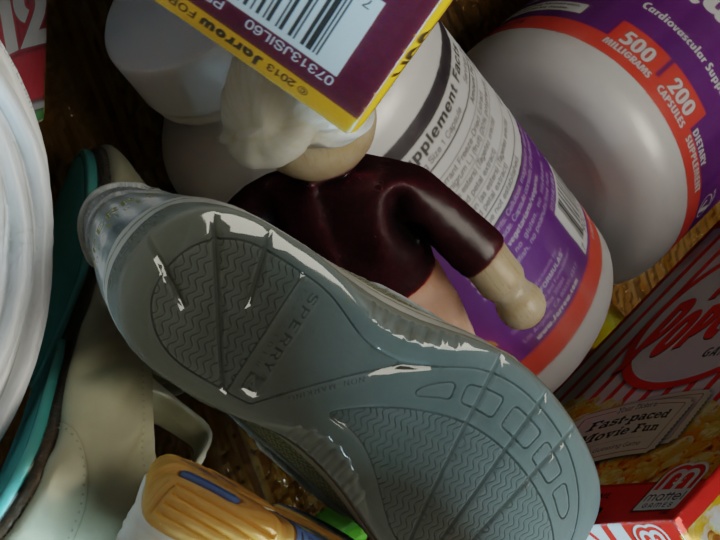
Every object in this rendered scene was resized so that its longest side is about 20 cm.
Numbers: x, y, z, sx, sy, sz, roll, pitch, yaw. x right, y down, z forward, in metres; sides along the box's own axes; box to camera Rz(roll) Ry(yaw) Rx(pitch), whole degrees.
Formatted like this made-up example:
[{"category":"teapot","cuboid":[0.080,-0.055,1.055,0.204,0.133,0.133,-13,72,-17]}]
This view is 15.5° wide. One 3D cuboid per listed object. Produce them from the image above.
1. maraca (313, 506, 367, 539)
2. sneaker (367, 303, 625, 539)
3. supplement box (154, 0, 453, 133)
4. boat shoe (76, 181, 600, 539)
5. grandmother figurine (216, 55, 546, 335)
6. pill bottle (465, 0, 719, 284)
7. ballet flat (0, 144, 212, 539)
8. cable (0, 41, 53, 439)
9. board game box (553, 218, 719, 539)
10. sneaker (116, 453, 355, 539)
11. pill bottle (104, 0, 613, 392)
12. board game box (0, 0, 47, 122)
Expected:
[{"category":"maraca","cuboid":[-0.074,0.128,0.878,0.200,0.137,0.107,-21,73,-48]},{"category":"sneaker","cuboid":[0.049,0.094,1.031,0.073,0.077,0.200,22,68,-16]},{"category":"supplement box","cuboid":[0.009,-0.152,0.824,0.110,0.086,0.200,35,47,-3]},{"category":"boat shoe","cuboid":[-0.004,0.036,0.835,0.202,0.065,0.074,33,94,-30]},{"category":"grandmother figurine","cuboid":[0.000,0.000,0.879,0.061,0.121,0.200,-83,159,-50]},{"category":"pill bottle","cuboid":[0.127,-0.086,1.092,0.200,0.112,0.113,-42,120,-38]},{"category":"ballet flat","cuboid":[-0.078,0.034,0.852,0.069,0.069,0.200,58,21,-31]},{"category":"cable","cuboid":[-0.186,-0.012,0.765,0.200,0.069,0.200,-8,93,-38]},{"category":"board game box","cuboid":[0.134,0.046,0.956,0.200,0.151,0.046,-43,107,-30]},{"category":"sneaker","cuboid":[-0.026,0.119,0.801,0.200,0.075,0.088,32,85,-55]},{"category":"pill bottle","cuboid":[-0.001,-0.038,0.955,0.200,0.111,0.111,49,57,-36]},{"category":"board game box","cuboid":[-0.143,-0.150,0.862,0.096,0.030,0.200,1,88,-47]}]
